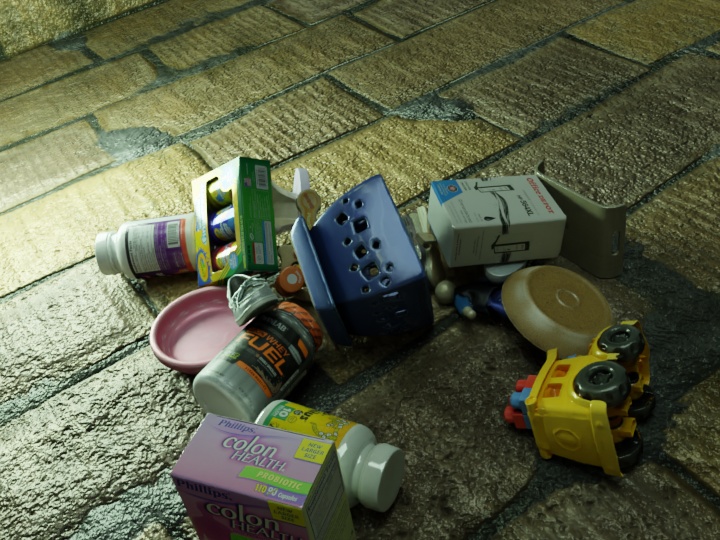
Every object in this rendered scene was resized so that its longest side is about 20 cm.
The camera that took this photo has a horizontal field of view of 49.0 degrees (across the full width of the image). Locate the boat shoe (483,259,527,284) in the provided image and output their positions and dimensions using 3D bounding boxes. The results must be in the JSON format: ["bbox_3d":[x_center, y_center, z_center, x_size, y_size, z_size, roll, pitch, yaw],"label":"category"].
[{"bbox_3d":[0.266,-0.027,1.383,0.068,0.057,0.200,18,40,20],"label":"boat shoe"}]

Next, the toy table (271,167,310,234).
[{"bbox_3d":[-0.160,-0.116,1.527,0.115,0.186,0.201,2,35,-12],"label":"toy table"}]

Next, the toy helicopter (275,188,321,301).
[{"bbox_3d":[-0.085,-0.045,1.423,0.130,0.204,0.079,2,-9,-11],"label":"toy helicopter"}]

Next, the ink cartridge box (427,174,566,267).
[{"bbox_3d":[0.227,-0.088,1.341,0.196,0.085,0.147,-6,38,-11],"label":"ink cartridge box"}]

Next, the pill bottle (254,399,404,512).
[{"bbox_3d":[-0.045,0.254,1.072,0.197,0.114,0.113,12,43,27],"label":"pill bottle"}]

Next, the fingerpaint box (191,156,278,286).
[{"bbox_3d":[-0.229,-0.082,1.420,0.072,0.204,0.165,2,-11,-42],"label":"fingerpaint box"}]

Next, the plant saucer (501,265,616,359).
[{"bbox_3d":[0.319,0.055,1.239,0.196,0.036,0.202,12,41,-10],"label":"plant saucer"}]

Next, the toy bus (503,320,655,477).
[{"bbox_3d":[0.301,0.169,1.105,0.189,0.137,0.200,-2,33,37],"label":"toy bus"}]

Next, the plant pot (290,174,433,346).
[{"bbox_3d":[0.000,0.000,1.279,0.177,0.201,0.203,-21,64,-1],"label":"plant pot"}]

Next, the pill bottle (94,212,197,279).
[{"bbox_3d":[-0.402,-0.044,1.525,0.196,0.113,0.112,-7,38,4],"label":"pill bottle"}]

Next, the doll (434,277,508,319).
[{"bbox_3d":[0.212,0.052,1.314,0.197,0.049,0.136,15,32,30],"label":"doll"}]

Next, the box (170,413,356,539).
[{"bbox_3d":[-0.112,0.292,0.968,0.173,0.203,0.097,8,41,21],"label":"box"}]

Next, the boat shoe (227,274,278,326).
[{"bbox_3d":[-0.179,0.040,1.253,0.074,0.065,0.202,-34,8,-8],"label":"boat shoe"}]

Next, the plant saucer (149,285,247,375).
[{"bbox_3d":[-0.258,0.108,1.354,0.196,0.051,0.202,-6,38,5],"label":"plant saucer"}]

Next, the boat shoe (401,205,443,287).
[{"bbox_3d":[0.108,-0.039,1.444,0.064,0.072,0.202,-18,42,13],"label":"boat shoe"}]

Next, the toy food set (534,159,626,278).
[{"bbox_3d":[0.381,-0.093,1.384,0.060,0.145,0.200,-27,40,-22],"label":"toy food set"}]

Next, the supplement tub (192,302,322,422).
[{"bbox_3d":[-0.153,0.147,1.221,0.121,0.124,0.200,16,45,30],"label":"supplement tub"}]

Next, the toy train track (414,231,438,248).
[{"bbox_3d":[0.167,-0.051,1.416,0.198,0.033,0.115,-4,43,-44],"label":"toy train track"}]
